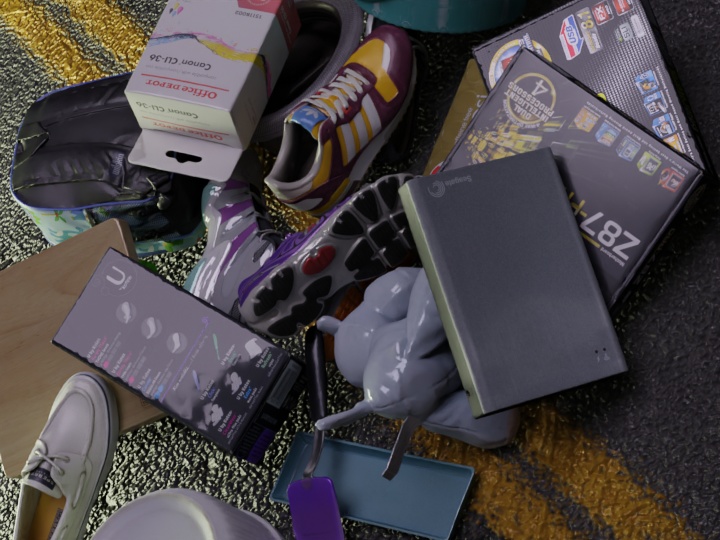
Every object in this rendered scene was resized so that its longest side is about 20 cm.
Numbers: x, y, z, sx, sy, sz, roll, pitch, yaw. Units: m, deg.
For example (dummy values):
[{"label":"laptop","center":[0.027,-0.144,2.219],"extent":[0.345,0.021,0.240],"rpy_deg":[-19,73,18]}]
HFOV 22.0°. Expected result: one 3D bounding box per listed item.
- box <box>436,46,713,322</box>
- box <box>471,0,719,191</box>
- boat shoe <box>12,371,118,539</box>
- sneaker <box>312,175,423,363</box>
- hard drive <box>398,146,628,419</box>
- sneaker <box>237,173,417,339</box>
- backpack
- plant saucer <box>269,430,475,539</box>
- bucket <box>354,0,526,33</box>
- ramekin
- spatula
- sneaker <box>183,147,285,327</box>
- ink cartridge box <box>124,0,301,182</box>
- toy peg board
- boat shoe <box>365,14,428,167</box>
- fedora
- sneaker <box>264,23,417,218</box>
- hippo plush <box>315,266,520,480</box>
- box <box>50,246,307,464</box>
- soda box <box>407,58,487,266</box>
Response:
[{"label":"box","center":[0.175,-0.071,1.590],"extent":[0.200,0.049,0.161],"rpy_deg":[39,103,20]},{"label":"box","center":[0.205,-0.136,1.633],"extent":[0.160,0.044,0.201],"rpy_deg":[-23,76,20]},{"label":"boat shoe","center":[-0.286,0.193,1.749],"extent":[0.071,0.070,0.201],"rpy_deg":[19,93,21]},{"label":"sneaker","center":[0.000,0.000,1.733],"extent":[0.092,0.076,0.200],"rpy_deg":[4,56,45]},{"label":"hard drive","center":[0.124,0.008,1.521],"extent":[0.033,0.139,0.201],"rpy_deg":[-38,68,64]},{"label":"sneaker","center":[-0.030,-0.025,1.660],"extent":[0.200,0.081,0.083],"rpy_deg":[-34,30,-6]},{"label":"backpack","center":[-0.248,-0.102,1.907],"extent":[0.199,0.147,0.184],"rpy_deg":[-5,55,19]},{"label":"plant saucer","center":[0.011,0.190,1.626],"extent":[0.199,0.019,0.070],"rpy_deg":[7,65,39]},{"label":"bucket","center":[0.079,-0.326,1.787],"extent":[0.206,0.135,0.207],"rpy_deg":[3,32,-2]},{"label":"ramekin","center":[-0.160,0.286,1.621],"extent":[0.200,0.105,0.201],"rpy_deg":[-18,52,24]},{"label":"spatula","center":[-0.040,0.147,1.640],"extent":[0.056,0.021,0.201],"rpy_deg":[-14,68,38]},{"label":"sneaker","center":[-0.089,-0.030,1.811],"extent":[0.139,0.078,0.201],"rpy_deg":[-3,69,32]},{"label":"ink cartridge box","center":[-0.149,-0.191,1.801],"extent":[0.116,0.068,0.201],"rpy_deg":[12,62,18]},{"label":"toy peg board","center":[-0.271,0.081,1.847],"extent":[0.199,0.098,0.200],"rpy_deg":[-24,75,21]},{"label":"boat shoe","center":[0.038,-0.195,1.831],"extent":[0.060,0.076,0.201],"rpy_deg":[1,74,35]},{"label":"fedora","center":[-0.060,-0.194,1.881],"extent":[0.176,0.090,0.200],"rpy_deg":[3,58,37]},{"label":"sneaker","center":[-0.018,-0.148,1.749],"extent":[0.075,0.090,0.201],"rpy_deg":[25,90,36]},{"label":"hippo plush","center":[0.053,0.082,1.611],"extent":[0.200,0.159,0.161],"rpy_deg":[-53,21,-6]},{"label":"box","center":[-0.160,0.079,1.690],"extent":[0.200,0.122,0.106],"rpy_deg":[30,85,13]},{"label":"soda box","center":[0.108,-0.097,1.718],"extent":[0.068,0.064,0.201],"rpy_deg":[7,65,38]}]
